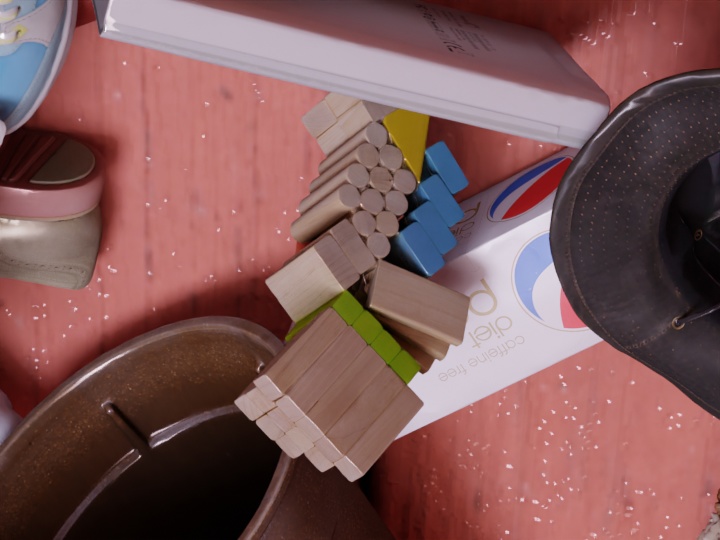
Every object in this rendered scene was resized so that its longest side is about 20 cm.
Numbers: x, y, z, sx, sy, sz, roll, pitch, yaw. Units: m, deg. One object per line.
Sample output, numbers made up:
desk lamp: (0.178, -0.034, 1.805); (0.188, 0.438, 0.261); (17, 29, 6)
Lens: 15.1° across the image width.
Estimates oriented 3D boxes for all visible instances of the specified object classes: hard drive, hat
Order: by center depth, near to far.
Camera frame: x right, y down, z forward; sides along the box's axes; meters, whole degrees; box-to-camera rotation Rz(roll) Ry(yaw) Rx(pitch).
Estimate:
hat: (0.176, -0.027, 1.081); (0.199, 0.081, 0.201); (6, 135, 6)
hard drive: (-0.009, -0.096, 1.093); (0.199, 0.132, 0.026); (12, 105, -12)

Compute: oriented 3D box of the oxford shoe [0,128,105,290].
oxford shoe: (-0.215, -0.025, 1.239); (0.198, 0.071, 0.074); (8, 123, 9)

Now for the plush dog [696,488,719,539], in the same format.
plush dog: (0.224, 0.164, 1.217); (0.171, 0.160, 0.201); (20, 124, 28)

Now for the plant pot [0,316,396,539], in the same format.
plant pot: (-0.056, 0.160, 1.234); (0.199, 0.201, 0.198); (-24, 127, 23)

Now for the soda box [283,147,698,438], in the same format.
soda box: (0.068, 0.003, 1.196); (0.199, 0.064, 0.068); (-27, 110, 23)

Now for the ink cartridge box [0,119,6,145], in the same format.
ink cartridge box: (-0.253, 0.009, 1.132); (0.161, 0.050, 0.201); (18, 90, -8)

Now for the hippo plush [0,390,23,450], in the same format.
hippo plush: (-0.243, 0.104, 1.237); (0.159, 0.162, 0.200); (26, 140, -18)

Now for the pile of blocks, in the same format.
pile of blocks: (0.000, 0.000, 1.155); (0.082, 0.201, 0.062); (25, 152, -20)

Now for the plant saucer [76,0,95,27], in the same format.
plant saucer: (-0.202, -0.172, 1.155); (0.198, 0.037, 0.201); (-18, 114, 21)

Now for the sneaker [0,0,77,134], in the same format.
sneaker: (-0.159, -0.123, 1.076); (0.079, 0.131, 0.201); (11, 121, 5)
